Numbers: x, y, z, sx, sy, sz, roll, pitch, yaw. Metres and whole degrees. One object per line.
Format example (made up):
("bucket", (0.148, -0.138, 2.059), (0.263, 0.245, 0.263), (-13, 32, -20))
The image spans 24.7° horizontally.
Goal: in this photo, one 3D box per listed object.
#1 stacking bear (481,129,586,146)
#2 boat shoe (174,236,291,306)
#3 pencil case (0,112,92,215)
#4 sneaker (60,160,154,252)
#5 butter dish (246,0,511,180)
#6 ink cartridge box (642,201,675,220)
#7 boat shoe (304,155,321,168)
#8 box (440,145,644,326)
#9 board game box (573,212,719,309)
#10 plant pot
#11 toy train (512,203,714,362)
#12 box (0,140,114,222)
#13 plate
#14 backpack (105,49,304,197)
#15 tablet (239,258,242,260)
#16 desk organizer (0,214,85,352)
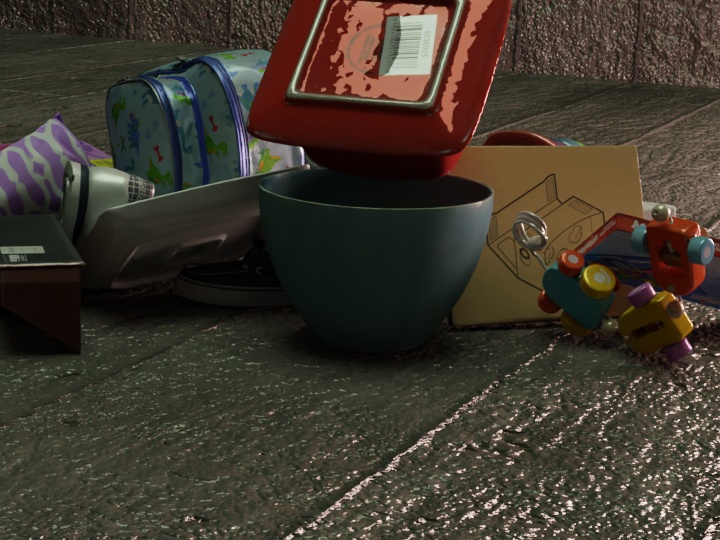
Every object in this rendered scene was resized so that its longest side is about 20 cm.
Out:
("stacking bear", (0.239, -0.099, 1.912), (0.113, 0.122, 0.200), (-4, -2, 34))
("boat shoe", (-0.073, -0.004, 1.529), (0.199, 0.067, 0.070), (2, 12, 5))
("pencil case", (-0.352, -0.070, 1.582), (0.200, 0.084, 0.086), (-31, 53, -18))
("sneaker", (-0.243, -0.040, 1.544), (0.080, 0.077, 0.200), (1, -17, -14))
("butter dish", (0.027, -0.147, 1.432), (0.199, 0.148, 0.200), (6, 55, 18))
("ink cartridge box", (0.186, -0.025, 1.604), (0.199, 0.085, 0.146), (-3, 7, -16))
("boat shoe", (0.023, -0.090, 1.785), (0.200, 0.062, 0.075), (22, 22, -24))
("box", (0.168, -0.033, 1.505), (0.199, 0.164, 0.021), (-2, -10, -17))
("board game box", (0.298, -0.002, 1.469), (0.199, 0.020, 0.103), (14, -25, -13))
("plant pot", (0.010, -0.006, 1.404), (0.199, 0.135, 0.200), (2, 13, -1))
("toy train", (0.228, -0.003, 1.397), (0.056, 0.151, 0.200), (-35, 29, -34))
("box", (-0.361, -0.074, 1.720), (0.199, 0.097, 0.176), (-3, 14, -24))
("plate", (-0.159, -0.031, 1.513), (0.199, 0.032, 0.200), (-14, -13, -24))
("backpack", (-0.154, -0.124, 1.621), (0.147, 0.184, 0.200), (-10, 0, -37))
("tablet", (-0.082, -0.030, 1.763), (0.199, 0.014, 0.130), (-3, 14, -19))
("desk organizer", (-0.287, 0.009, 1.418), (0.071, 0.077, 0.200), (-2, 14, -17))
